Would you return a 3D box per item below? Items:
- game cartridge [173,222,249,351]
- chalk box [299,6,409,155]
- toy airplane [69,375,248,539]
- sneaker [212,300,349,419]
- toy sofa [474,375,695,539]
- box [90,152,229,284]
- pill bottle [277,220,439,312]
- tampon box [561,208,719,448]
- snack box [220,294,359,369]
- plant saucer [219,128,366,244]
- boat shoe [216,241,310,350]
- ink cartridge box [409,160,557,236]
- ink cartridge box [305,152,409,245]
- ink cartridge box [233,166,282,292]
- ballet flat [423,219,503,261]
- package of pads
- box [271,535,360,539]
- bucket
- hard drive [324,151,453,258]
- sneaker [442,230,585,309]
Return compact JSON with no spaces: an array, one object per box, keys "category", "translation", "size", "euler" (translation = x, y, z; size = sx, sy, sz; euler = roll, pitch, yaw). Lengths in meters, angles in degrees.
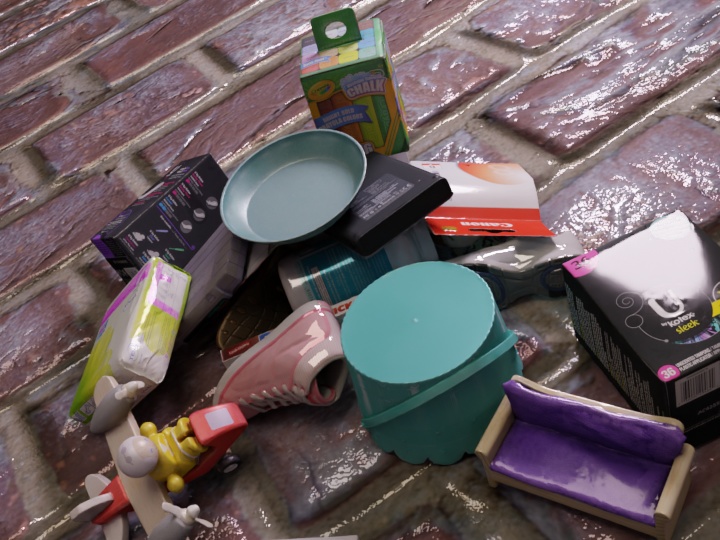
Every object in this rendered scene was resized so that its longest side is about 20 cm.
[{"category":"game cartridge","translation":[-0.210,0.015,1.198],"size":[0.200,0.038,0.130],"euler":[-42,36,40]},{"category":"chalk box","translation":[-0.013,-0.268,1.244],"size":[0.124,0.201,0.125],"euler":[-13,40,9]},{"category":"toy airplane","translation":[-0.245,0.226,0.994],"size":[0.198,0.141,0.201],"euler":[11,69,15]},{"category":"sneaker","translation":[-0.092,0.137,1.044],"size":[0.200,0.075,0.105],"euler":[-44,52,13]},{"category":"toy sofa","translation":[0.219,0.184,0.867],"size":[0.199,0.098,0.083],"euler":[13,52,33]},{"category":"box","translation":[-0.289,-0.072,1.334],"size":[0.200,0.106,0.122],"euler":[-47,24,-24]},{"category":"pill bottle","translation":[0.000,0.000,1.149],"size":[0.199,0.111,0.111],"euler":[-23,41,0]},{"category":"tampon box","translation":[0.331,0.060,0.925],"size":[0.149,0.127,0.200],"euler":[-25,41,-4]},{"category":"snack box","translation":[-0.071,0.094,1.110],"size":[0.199,0.072,0.024],"euler":[-22,42,1]},{"category":"plant saucer","translation":[-0.082,-0.100,1.121],"size":[0.198,0.036,0.201],"euler":[-13,46,14]},{"category":"boat shoe","translation":[-0.135,0.041,1.208],"size":[0.067,0.072,0.201],"euler":[-21,30,52]},{"category":"ink cartridge box","translation":[0.154,-0.097,1.147],"size":[0.161,0.051,0.200],"euler":[1,19,-7]},{"category":"ink cartridge box","translation":[-0.033,-0.130,1.322],"size":[0.144,0.085,0.201],"euler":[9,49,31]},{"category":"ink cartridge box","translation":[-0.154,-0.023,1.212],"size":[0.200,0.043,0.175],"euler":[-43,33,38]},{"category":"ballet flat","translation":[0.109,-0.057,1.194],"size":[0.199,0.075,0.074],"euler":[21,56,38]},{"category":"package of pads","translation":[-0.301,0.094,1.168],"size":[0.154,0.068,0.201],"euler":[-40,31,35]},{"category":"box","translation":[-0.076,0.361,0.860],"size":[0.143,0.037,0.201],"euler":[-8,42,17]},{"category":"bucket","translation":[0.080,0.099,0.990],"size":[0.205,0.135,0.208],"euler":[-13,42,12]},{"category":"hard drive","translation":[0.012,-0.091,1.133],"size":[0.139,0.033,0.200],"euler":[-36,29,-12]},{"category":"sneaker","translation":[0.189,-0.003,1.111],"size":[0.198,0.075,0.087],"euler":[-6,34,7]}]
